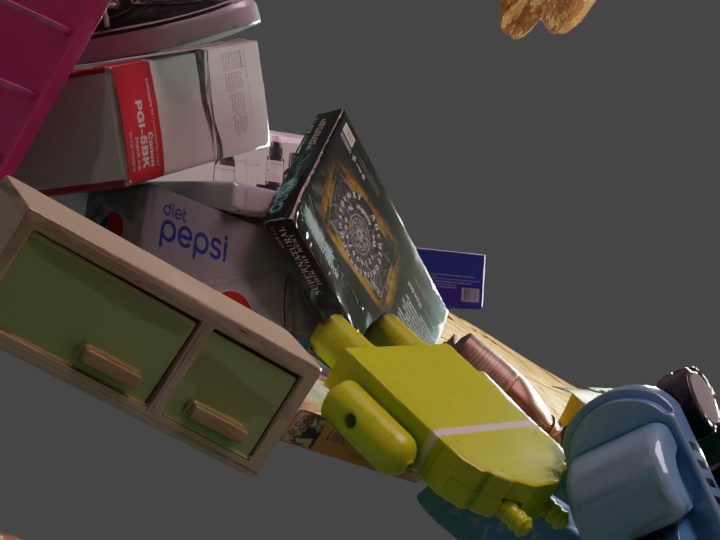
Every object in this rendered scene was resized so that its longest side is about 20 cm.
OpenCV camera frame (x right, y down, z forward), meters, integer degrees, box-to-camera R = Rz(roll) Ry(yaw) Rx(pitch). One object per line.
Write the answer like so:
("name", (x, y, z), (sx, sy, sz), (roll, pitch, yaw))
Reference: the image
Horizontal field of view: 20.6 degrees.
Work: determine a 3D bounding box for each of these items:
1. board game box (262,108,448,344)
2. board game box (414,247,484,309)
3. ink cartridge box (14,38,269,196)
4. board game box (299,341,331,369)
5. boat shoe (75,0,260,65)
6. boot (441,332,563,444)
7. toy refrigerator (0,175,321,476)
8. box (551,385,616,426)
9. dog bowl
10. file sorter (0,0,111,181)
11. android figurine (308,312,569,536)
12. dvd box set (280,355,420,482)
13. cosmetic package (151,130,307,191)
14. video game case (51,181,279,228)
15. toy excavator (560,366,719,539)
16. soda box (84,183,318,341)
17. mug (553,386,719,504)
("board game box", (0.000, 0.000, 1.466), (0.201, 0.028, 0.136), (62, 32, -29))
("board game box", (-0.018, 0.002, 1.605), (0.199, 0.045, 0.134), (5, -3, -30))
("ink cartridge box", (-0.173, -0.105, 1.386), (0.146, 0.084, 0.200), (-5, 9, 28))
("board game box", (0.039, 0.105, 1.598), (0.200, 0.047, 0.151), (36, 6, 30))
("boat shoe", (-0.165, -0.180, 1.350), (0.198, 0.069, 0.074), (-5, 9, 24))
("boot", (0.116, 0.134, 1.741), (0.155, 0.074, 0.200), (46, -9, -3))
("toy refrigerator", (-0.125, 0.034, 1.092), (0.199, 0.076, 0.070), (31, 5, -29))
("box", (0.256, 0.164, 1.716), (0.117, 0.049, 0.200), (6, 28, -43))
("dog bowl", (0.135, 0.191, 1.362), (0.199, 0.050, 0.111), (34, 5, 2))
("file sorter", (-0.272, -0.151, 1.240), (0.139, 0.201, 0.125), (36, 9, 37))
("android figurine", (0.057, 0.101, 1.297), (0.200, 0.041, 0.182), (43, 23, 27))
("dvd box set", (-0.047, 0.083, 1.356), (0.146, 0.030, 0.200), (36, 5, 30))
("cosmetic package", (-0.128, -0.080, 1.644), (0.198, 0.083, 0.051), (8, -27, -11))
("video game case", (-0.128, -0.046, 1.490), (0.199, 0.023, 0.182), (1, -4, 30))
("toy excavator", (0.178, 0.171, 1.216), (0.200, 0.099, 0.196), (-13, 77, -64))
("soda box", (-0.107, -0.001, 1.399), (0.063, 0.069, 0.199), (-4, -17, 38))
("mug", (0.235, 0.175, 1.557), (0.184, 0.153, 0.114), (30, 3, -34))
